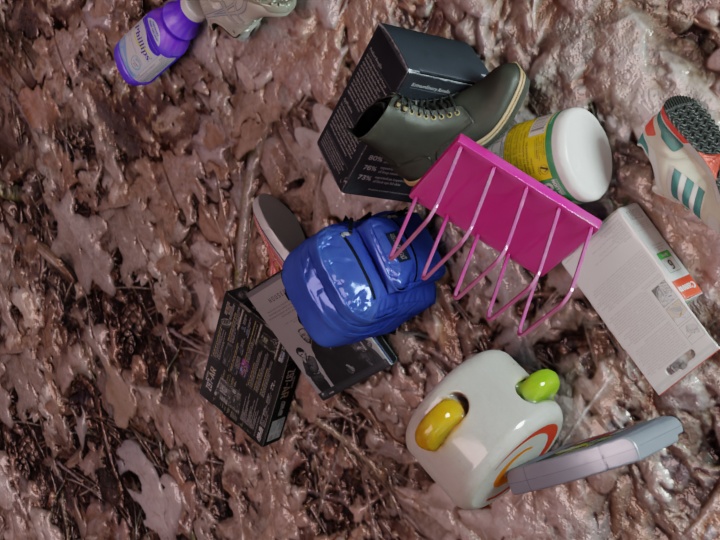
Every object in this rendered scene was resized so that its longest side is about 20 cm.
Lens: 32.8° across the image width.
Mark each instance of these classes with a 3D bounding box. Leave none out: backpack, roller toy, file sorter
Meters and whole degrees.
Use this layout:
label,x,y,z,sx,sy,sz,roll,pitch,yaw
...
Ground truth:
label,x,y,z,sx,sy,sz,roll,pitch,yaw
backpack,0.000,0.000,1.648,0.168,0.199,0.164,-42,72,39
roller toy,0.152,0.201,1.568,0.140,0.199,0.183,45,154,25
file sorter,0.152,-0.032,1.437,0.199,0.126,0.139,30,147,-9

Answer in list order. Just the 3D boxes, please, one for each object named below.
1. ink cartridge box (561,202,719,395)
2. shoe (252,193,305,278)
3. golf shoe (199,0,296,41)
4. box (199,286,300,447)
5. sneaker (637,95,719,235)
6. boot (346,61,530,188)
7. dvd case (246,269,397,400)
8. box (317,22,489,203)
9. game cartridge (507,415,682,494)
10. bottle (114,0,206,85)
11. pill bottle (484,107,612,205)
label,x,y,z,sx,sy,sz,roll,pitch,yaw
ink cartridge box,0.340,0.033,1.454,0.109,0.050,0.201,-46,70,39
shoe,-0.119,-0.011,1.837,0.091,0.071,0.201,-41,77,34
golf shoe,-0.162,-0.384,1.800,0.199,0.078,0.098,24,132,42
box,-0.171,0.153,1.942,0.160,0.043,0.202,34,121,31
sneaker,0.385,-0.094,1.383,0.201,0.070,0.093,59,148,11
boot,0.093,-0.193,1.459,0.200,0.138,0.078,-46,39,16
dvd case,-0.058,0.081,1.785,0.150,0.025,0.201,-29,100,36
box,0.058,-0.197,1.569,0.201,0.146,0.105,-58,41,32
game cartridge,0.281,0.228,1.498,0.199,0.132,0.041,-26,84,42
bottle,-0.311,-0.368,1.926,0.199,0.065,0.084,-29,80,42
pill bottle,0.198,-0.122,1.500,0.198,0.112,0.114,-12,92,42
